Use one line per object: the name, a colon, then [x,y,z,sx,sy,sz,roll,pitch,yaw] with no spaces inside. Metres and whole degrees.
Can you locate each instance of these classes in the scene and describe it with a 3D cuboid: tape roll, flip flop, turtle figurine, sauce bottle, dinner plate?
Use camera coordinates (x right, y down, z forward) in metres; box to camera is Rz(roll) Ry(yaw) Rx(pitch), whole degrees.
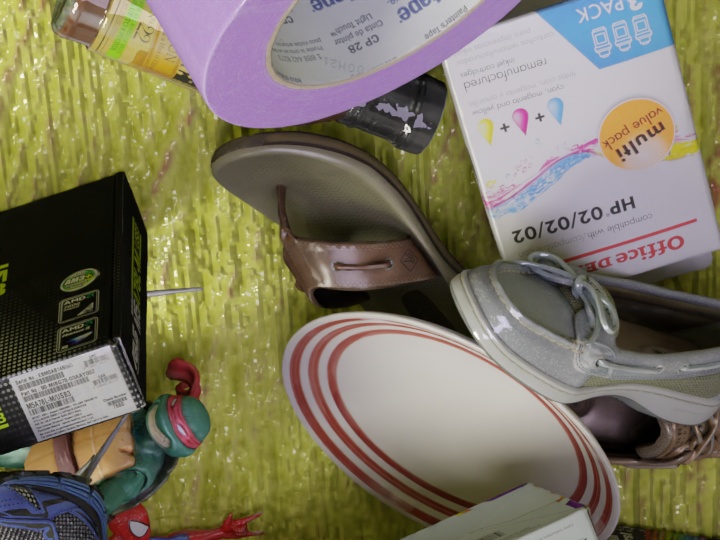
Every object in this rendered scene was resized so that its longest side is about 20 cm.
tape roll: [0.003,-0.149,1.023,0.200,0.200,0.066,-36,71,12]
flip flop: [0.000,0.000,1.192,0.081,0.058,0.200,-17,127,40]
turtle figurine: [-0.153,0.095,1.203,0.200,0.150,0.101,-24,136,16]
sauce bottle: [-0.053,-0.112,1.141,0.199,0.065,0.065,19,113,-14]
dinner plate: [0.050,0.085,1.215,0.200,0.024,0.200,22,145,16]

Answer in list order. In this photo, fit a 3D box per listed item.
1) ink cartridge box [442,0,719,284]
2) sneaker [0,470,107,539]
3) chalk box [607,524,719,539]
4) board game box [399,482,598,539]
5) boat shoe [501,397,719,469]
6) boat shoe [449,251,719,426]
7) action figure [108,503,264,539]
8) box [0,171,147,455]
ink cartridge box: [0.117,-0.058,1.181,0.115,0.068,0.200,-17,117,4]
sneaker: [-0.151,0.157,1.095,0.075,0.079,0.200,-9,146,13]
chalk box: [0.139,0.225,1.293,0.199,0.125,0.124,8,115,-8]
board game box: [0.090,0.224,1.151,0.105,0.103,0.201,-22,96,-11]
boat shoe: [0.169,0.083,1.257,0.199,0.065,0.071,-1,116,-5]
boat shoe: [0.127,0.027,1.149,0.202,0.075,0.065,19,124,-39]
action figure: [-0.095,0.213,1.297,0.099,0.065,0.201,-7,118,6]
box: [-0.204,0.035,1.128,0.199,0.193,0.048,-18,119,4]
